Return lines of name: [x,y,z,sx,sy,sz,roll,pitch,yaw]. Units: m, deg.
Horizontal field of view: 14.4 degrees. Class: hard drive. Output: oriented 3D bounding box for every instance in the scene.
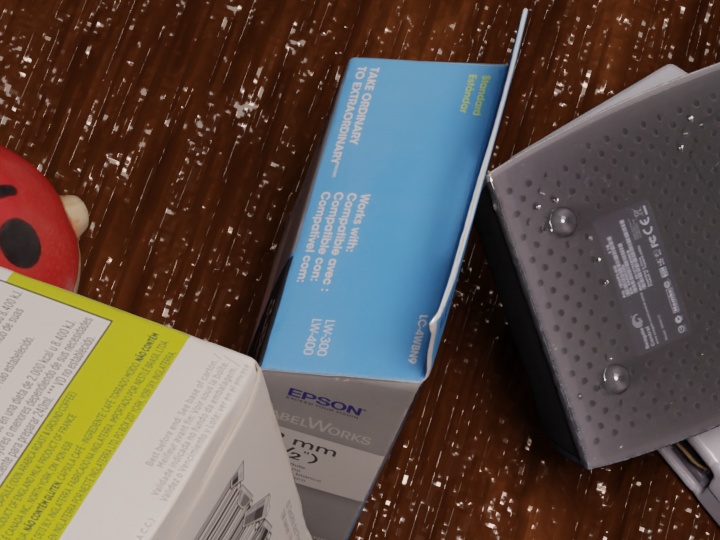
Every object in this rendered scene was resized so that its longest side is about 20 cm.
hard drive: [0.138,-0.011,1.146,0.200,0.042,0.135,-23,96,-30]

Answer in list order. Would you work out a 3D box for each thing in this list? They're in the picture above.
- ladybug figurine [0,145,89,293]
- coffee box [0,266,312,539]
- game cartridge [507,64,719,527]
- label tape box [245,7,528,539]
ladybug figurine: [-0.198,0.002,1.115,0.200,0.072,0.136,-23,70,-23]
coffee box: [-0.148,0.128,0.958,0.198,0.200,0.200,18,58,21]
game cartridge: [0.156,0.011,1.214,0.133,0.041,0.200,-32,74,-22]
label tape box: [0.000,0.000,1.088,0.066,0.200,0.143,17,60,-2]
